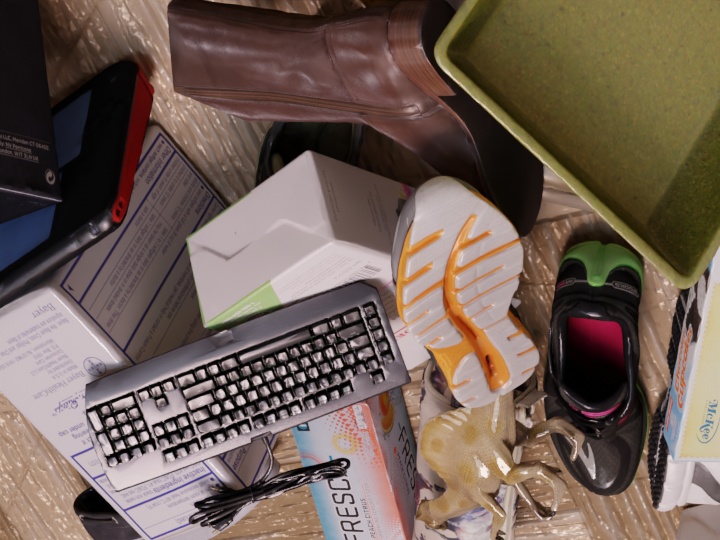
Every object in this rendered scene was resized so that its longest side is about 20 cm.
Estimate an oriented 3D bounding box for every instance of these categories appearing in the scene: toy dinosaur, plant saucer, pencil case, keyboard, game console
[{"bbox_3d":[0.088,0.112,1.145,0.100,0.058,0.202,21,121,7],"label":"toy dinosaur"},{"bbox_3d":[0.149,-0.126,0.975,0.200,0.201,0.048,40,162,-19],"label":"plant saucer"},{"bbox_3d":[0.079,0.154,1.251,0.089,0.077,0.202,34,131,45],"label":"pencil case"},{"bbox_3d":[-0.064,0.094,1.104,0.198,0.021,0.128,-21,112,3],"label":"keyboard"},{"bbox_3d":[-0.217,-0.040,1.149,0.199,0.178,0.031,-32,119,24],"label":"game console"}]

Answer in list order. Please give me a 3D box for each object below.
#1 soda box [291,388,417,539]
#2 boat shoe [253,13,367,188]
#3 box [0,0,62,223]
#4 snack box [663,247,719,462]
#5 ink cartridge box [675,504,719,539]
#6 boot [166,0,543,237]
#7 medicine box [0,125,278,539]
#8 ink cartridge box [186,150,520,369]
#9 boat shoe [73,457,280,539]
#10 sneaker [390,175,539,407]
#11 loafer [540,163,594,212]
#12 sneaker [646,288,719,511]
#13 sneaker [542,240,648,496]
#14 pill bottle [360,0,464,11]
[{"bbox_3d":[0.004,0.152,1.311,0.068,0.064,0.202,-1,126,20],"label":"soda box"},{"bbox_3d":[-0.035,-0.070,1.147,0.071,0.066,0.202,22,131,2],"label":"boat shoe"},{"bbox_3d":[-0.302,-0.118,1.109,0.198,0.123,0.201,-16,77,30],"label":"box"},{"bbox_3d":[0.255,0.027,1.069,0.115,0.037,0.202,2,121,-5],"label":"snack box"},{"bbox_3d":[0.319,0.249,1.270,0.116,0.068,0.201,-21,117,32],"label":"ink cartridge box"},{"bbox_3d":[-0.006,-0.091,1.043,0.198,0.065,0.187,3,141,35],"label":"boot"},{"bbox_3d":[-0.140,0.043,1.197,0.102,0.183,0.200,-25,115,34],"label":"medicine box"},{"bbox_3d":[0.000,0.000,1.148,0.117,0.068,0.199,-32,149,30],"label":"ink cartridge box"},{"bbox_3d":[-0.149,0.169,1.382,0.199,0.070,0.066,-22,119,41],"label":"boat shoe"},{"bbox_3d":[0.051,0.004,1.040,0.078,0.078,0.201,-25,146,-6],"label":"sneaker"},{"bbox_3d":[0.153,-0.073,1.077,0.198,0.076,0.068,22,127,-5],"label":"loafer"},{"bbox_3d":[0.241,0.079,1.174,0.079,0.074,0.201,2,134,0],"label":"sneaker"},{"bbox_3d":[0.150,0.077,1.184,0.076,0.084,0.202,3,128,18],"label":"sneaker"},{"bbox_3d":[0.016,-0.208,0.995,0.200,0.105,0.104,44,128,-16],"label":"pill bottle"}]
